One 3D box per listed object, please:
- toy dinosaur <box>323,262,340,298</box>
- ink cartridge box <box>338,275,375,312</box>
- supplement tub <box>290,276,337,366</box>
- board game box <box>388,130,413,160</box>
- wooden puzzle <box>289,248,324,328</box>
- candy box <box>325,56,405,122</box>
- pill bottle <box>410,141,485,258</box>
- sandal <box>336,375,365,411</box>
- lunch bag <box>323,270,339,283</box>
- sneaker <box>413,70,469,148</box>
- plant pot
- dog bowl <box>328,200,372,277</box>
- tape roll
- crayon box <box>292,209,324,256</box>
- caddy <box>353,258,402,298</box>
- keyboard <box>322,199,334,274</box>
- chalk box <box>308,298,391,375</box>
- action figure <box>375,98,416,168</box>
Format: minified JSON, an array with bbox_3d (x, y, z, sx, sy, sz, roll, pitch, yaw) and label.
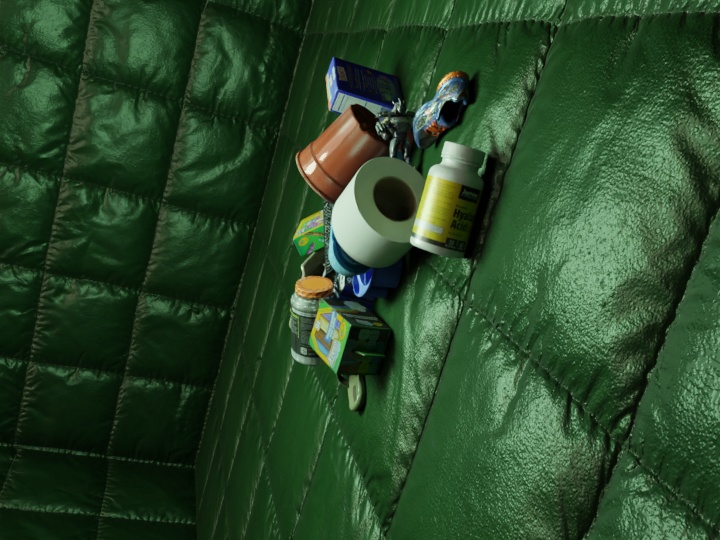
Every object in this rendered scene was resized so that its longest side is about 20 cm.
[{"bbox_3d":[-0.079,0.068,1.811,0.184,0.103,0.200,-64,-27,-15],"label":"toy dinosaur"},{"bbox_3d":[0.000,0.000,1.695,0.039,0.097,0.204,140,138,-60],"label":"ink cartridge box"},{"bbox_3d":[-0.116,0.126,1.690,0.123,0.120,0.204,-119,28,-63],"label":"supplement tub"},{"bbox_3d":[0.071,-0.286,1.755,0.200,0.040,0.156,-149,73,-70],"label":"board game box"},{"bbox_3d":[-0.146,0.040,1.859,0.185,0.037,0.204,-51,-22,-59],"label":"wooden puzzle"},{"bbox_3d":[0.010,-0.479,1.806,0.171,0.196,0.078,-96,27,-44],"label":"candy box"},{"bbox_3d":[0.170,-0.134,1.264,0.111,0.109,0.204,-141,65,-69],"label":"pill bottle"},{"bbox_3d":[-0.029,0.260,1.680,0.203,0.056,0.081,-102,31,-50],"label":"sandal"},{"bbox_3d":[-0.057,-0.022,1.916,0.200,0.074,0.164,-143,63,-70],"label":"lunch bag"},{"bbox_3d":[0.172,-0.335,1.447,0.201,0.074,0.080,122,150,-49],"label":"sneaker"},{"bbox_3d":[-0.027,-0.295,1.681,0.195,0.199,0.203,-44,34,27],"label":"plant pot"},{"bbox_3d":[-0.020,-0.077,1.535,0.050,0.109,0.204,-39,41,54],"label":"dog bowl"},{"bbox_3d":[0.049,-0.126,1.475,0.139,0.199,0.207,136,142,-57],"label":"tape roll"},{"bbox_3d":[-0.117,-0.116,1.895,0.059,0.117,0.201,63,-169,-17],"label":"crayon box"},{"bbox_3d":[0.030,-0.030,1.613,0.141,0.103,0.204,133,144,-55],"label":"caddy"},{"bbox_3d":[-0.082,-0.100,1.728,0.104,0.039,0.205,-27,63,56],"label":"keyboard"},{"bbox_3d":[-0.017,0.166,1.568,0.200,0.123,0.126,39,115,53],"label":"chalk box"},{"bbox_3d":[0.095,-0.303,1.580,0.069,0.127,0.205,-160,68,-75],"label":"action figure"}]
